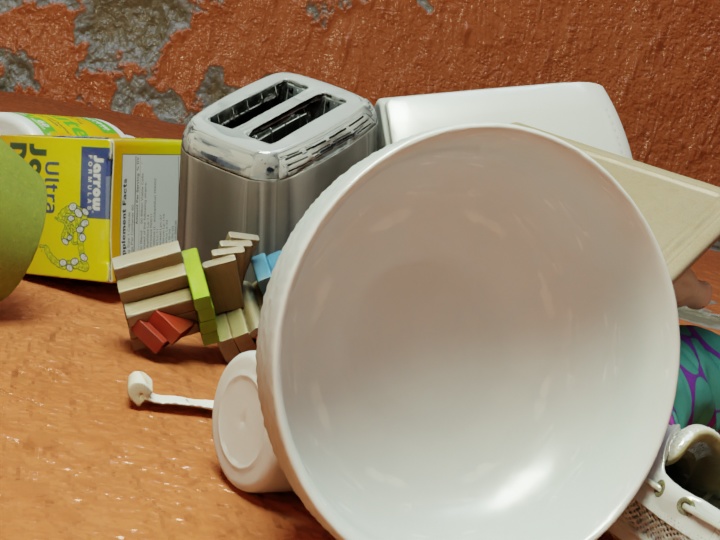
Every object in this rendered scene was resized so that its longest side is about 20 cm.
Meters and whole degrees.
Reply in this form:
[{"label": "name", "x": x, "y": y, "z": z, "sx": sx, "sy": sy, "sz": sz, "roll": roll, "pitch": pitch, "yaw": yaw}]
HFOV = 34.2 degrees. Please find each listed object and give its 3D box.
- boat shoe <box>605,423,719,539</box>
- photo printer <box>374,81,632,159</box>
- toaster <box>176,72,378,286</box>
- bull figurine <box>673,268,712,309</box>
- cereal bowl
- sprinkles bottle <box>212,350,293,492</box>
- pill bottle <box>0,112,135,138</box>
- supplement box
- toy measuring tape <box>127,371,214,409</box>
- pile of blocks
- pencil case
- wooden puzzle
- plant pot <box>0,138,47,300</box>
[{"label": "boat shoe", "x": 0.154, "y": 0.106, "z": 0.561, "sx": 0.070, "sy": 0.070, "sz": 0.200, "roll": 16, "pitch": 14, "yaw": -25}, {"label": "photo printer", "x": 0.117, "y": -0.059, "z": 0.901, "sx": 0.197, "sy": 0.169, "sz": 0.069, "roll": -5, "pitch": -10, "yaw": -9}, {"label": "toaster", "x": -0.064, "y": -0.061, "z": 0.874, "sx": 0.113, "sy": 0.131, "sz": 0.199, "roll": 23, "pitch": 37, "yaw": 27}, {"label": "bull figurine", "x": 0.145, "y": 0.033, "z": 0.827, "sx": 0.197, "sy": 0.066, "sz": 0.122, "roll": -16, "pitch": -20, "yaw": 8}, {"label": "cereal bowl", "x": 0.043, "y": 0.037, "z": 0.538, "sx": 0.197, "sy": 0.204, "sz": 0.083, "roll": 8, "pitch": -3, "yaw": -19}, {"label": "sprinkles bottle", "x": 0.020, "y": 0.079, "z": 0.625, "sx": 0.198, "sy": 0.069, "sz": 0.068, "roll": 4, "pitch": 12, "yaw": -38}, {"label": "pill bottle", "x": -0.277, "y": -0.089, "z": 1.102, "sx": 0.110, "sy": 0.113, "sz": 0.200, "roll": 15, "pitch": 10, "yaw": 20}, {"label": "supplement box", "x": -0.197, "y": -0.056, "z": 0.981, "sx": 0.108, "sy": 0.111, "sz": 0.200, "roll": 4, "pitch": 6, "yaw": 22}, {"label": "toy measuring tape", "x": -0.034, "y": 0.056, "z": 0.688, "sx": 0.197, "sy": 0.075, "sz": 0.074, "roll": 9, "pitch": 10, "yaw": -14}, {"label": "pile of blocks", "x": -0.068, "y": 0.027, "z": 0.789, "sx": 0.197, "sy": 0.083, "sz": 0.063, "roll": 3, "pitch": 42, "yaw": -27}, {"label": "pencil case", "x": 0.187, "y": 0.086, "z": 0.736, "sx": 0.093, "sy": 0.085, "sz": 0.199, "roll": 53, "pitch": 27, "yaw": 17}, {"label": "wooden puzzle", "x": 0.136, "y": -0.039, "z": 0.758, "sx": 0.183, "sy": 0.038, "sz": 0.199, "roll": 23, "pitch": 30, "yaw": 29}, {"label": "plant pot", "x": -0.310, "y": -0.052, "z": 0.743, "sx": 0.198, "sy": 0.189, "sz": 0.186, "roll": 23, "pitch": 1, "yaw": -37}]
